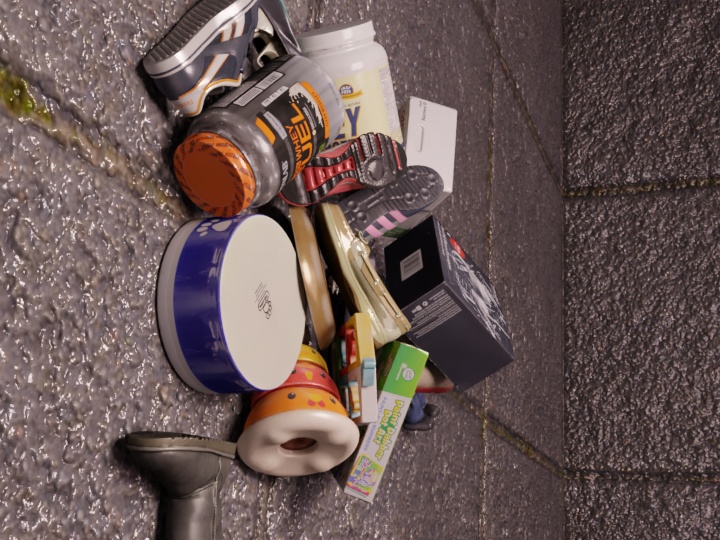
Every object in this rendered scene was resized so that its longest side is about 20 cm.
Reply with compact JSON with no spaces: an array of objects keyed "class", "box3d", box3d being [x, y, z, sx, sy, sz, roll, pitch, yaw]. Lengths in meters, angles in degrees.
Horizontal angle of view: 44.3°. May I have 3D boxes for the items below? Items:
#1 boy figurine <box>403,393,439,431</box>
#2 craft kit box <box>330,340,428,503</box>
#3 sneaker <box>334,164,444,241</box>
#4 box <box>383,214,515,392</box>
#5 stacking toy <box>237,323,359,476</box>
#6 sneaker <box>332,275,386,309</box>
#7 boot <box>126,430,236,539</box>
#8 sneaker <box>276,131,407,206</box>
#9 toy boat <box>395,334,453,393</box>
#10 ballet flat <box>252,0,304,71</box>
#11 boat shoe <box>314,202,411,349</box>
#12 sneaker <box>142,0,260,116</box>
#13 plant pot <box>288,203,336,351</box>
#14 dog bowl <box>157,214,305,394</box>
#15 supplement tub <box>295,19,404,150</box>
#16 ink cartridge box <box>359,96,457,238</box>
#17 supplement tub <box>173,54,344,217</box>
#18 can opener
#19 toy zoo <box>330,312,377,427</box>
[{"class":"boy figurine","box3d":[0.087,0.177,1.537,0.124,0.064,0.201,-52,136,-53]},{"class":"craft kit box","box3d":[0.018,0.192,1.186,0.197,0.048,0.201,171,-59,-79]},{"class":"sneaker","box3d":[0.024,-0.084,1.234,0.070,0.199,0.082,60,-22,13]},{"class":"box","box3d":[0.133,0.048,1.359,0.182,0.104,0.200,47,21,-26]},{"class":"stacking toy","box3d":[-0.085,0.140,1.097,0.146,0.145,0.201,55,19,-50]},{"class":"sneaker","box3d":[0.005,0.040,1.374,0.200,0.070,0.081,13,90,-64]},{"class":"boot","box3d":[-0.183,0.267,0.889,0.182,0.072,0.201,33,63,-60]},{"class":"sneaker","box3d":[-0.034,-0.136,1.153,0.199,0.087,0.074,-16,103,-27]},{"class":"toy boat","box3d":[0.054,0.152,1.393,0.200,0.131,0.131,11,41,-51]},{"class":"ballet flat","box3d":[-0.114,-0.286,1.108,0.201,0.073,0.073,63,28,-11]},{"class":"boat shoe","box3d":[0.001,0.001,1.130,0.202,0.063,0.073,66,-15,-9]},{"class":"sneaker","box3d":[-0.165,-0.249,0.990,0.200,0.078,0.080,-58,134,-38]},{"class":"plant pot","box3d":[-0.060,0.005,1.151,0.200,0.027,0.201,168,-90,-88]},{"class":"dog bowl","box3d":[-0.139,0.038,0.998,0.200,0.078,0.201,-4,90,-67]},{"class":"supplement tub","box3d":[-0.024,-0.235,1.233,0.145,0.144,0.201,-48,130,-59]},{"class":"ink cartridge box","box3d":[0.069,-0.155,1.376,0.200,0.084,0.147,139,-41,-62]},{"class":"supplement tub","box3d":[-0.114,-0.153,1.008,0.200,0.122,0.123,-50,133,-41]},{"class":"can opener","box3d":[-0.018,0.074,1.258,0.063,0.078,0.201,-144,-120,-66]},{"class":"toy zoo","box3d":[-0.008,0.130,1.109,0.200,0.020,0.132,131,-43,-71]}]
